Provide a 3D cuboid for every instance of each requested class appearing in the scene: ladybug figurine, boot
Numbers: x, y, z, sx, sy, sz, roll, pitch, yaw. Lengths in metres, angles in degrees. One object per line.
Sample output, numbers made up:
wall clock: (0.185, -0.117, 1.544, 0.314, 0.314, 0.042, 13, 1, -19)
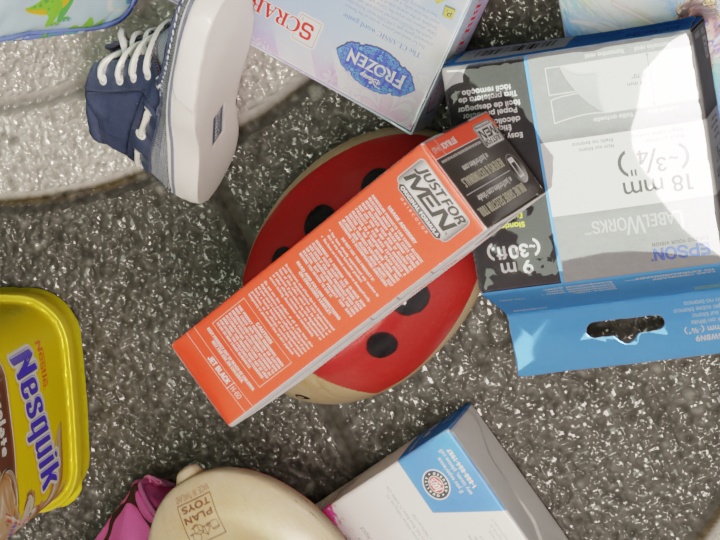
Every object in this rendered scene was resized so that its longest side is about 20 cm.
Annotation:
ladybug figurine: (0.000, 0.000, 1.302, 0.136, 0.072, 0.200, 37, 109, 4)
boot: (-0.121, -0.117, 1.270, 0.090, 0.073, 0.200, 28, 148, 9)
ladybug figurine: (-0.051, 0.202, 1.301, 0.136, 0.072, 0.200, -26, 95, 20)

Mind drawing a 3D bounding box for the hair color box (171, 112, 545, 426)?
hair color box: (-0.001, 0.000, 1.191, 0.200, 0.101, 0.061, -37, 87, 27)

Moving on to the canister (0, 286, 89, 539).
canister: (-0.247, 0.105, 1.333, 0.086, 0.200, 0.149, 1, 104, 15)

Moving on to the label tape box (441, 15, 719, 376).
label tape box: (0.137, -0.034, 1.223, 0.144, 0.063, 0.200, -8, 102, 16)

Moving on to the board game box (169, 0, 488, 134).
board game box: (-0.009, -0.214, 1.246, 0.200, 0.041, 0.200, 30, 111, 12)

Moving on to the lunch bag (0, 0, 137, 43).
lunch bag: (-0.219, -0.214, 1.245, 0.082, 0.200, 0.161, 32, 122, 44)

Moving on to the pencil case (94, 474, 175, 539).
pencil case: (-0.163, 0.223, 1.405, 0.200, 0.091, 0.094, -52, 52, 18)

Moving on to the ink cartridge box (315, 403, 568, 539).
ink cartridge box: (0.017, 0.188, 1.353, 0.200, 0.067, 0.116, -34, 91, 20)

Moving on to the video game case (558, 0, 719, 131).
video game case: (0.214, -0.162, 1.230, 0.200, 0.045, 0.182, -9, 100, 17)
